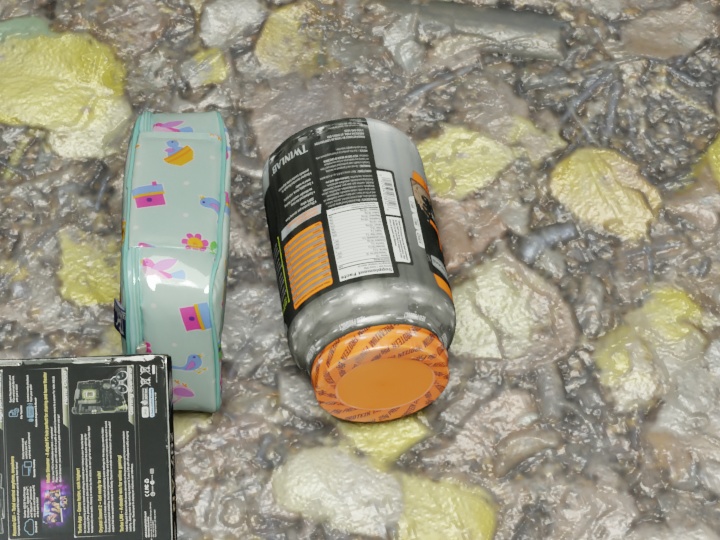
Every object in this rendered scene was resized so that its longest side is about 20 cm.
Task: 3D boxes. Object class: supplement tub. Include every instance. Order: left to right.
[{"bbox_3d":[0.000,0.000,1.751,0.122,0.123,0.200,-8,56,-4],"label":"supplement tub"}]

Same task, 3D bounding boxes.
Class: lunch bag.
[{"bbox_3d":[-0.133,-0.001,1.736,0.077,0.161,0.200,3,49,-3],"label":"lunch bag"}]

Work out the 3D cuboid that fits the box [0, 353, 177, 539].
[{"bbox_3d":[-0.203,0.158,1.630,0.160,0.044,0.200,-3,88,0],"label":"box"}]
